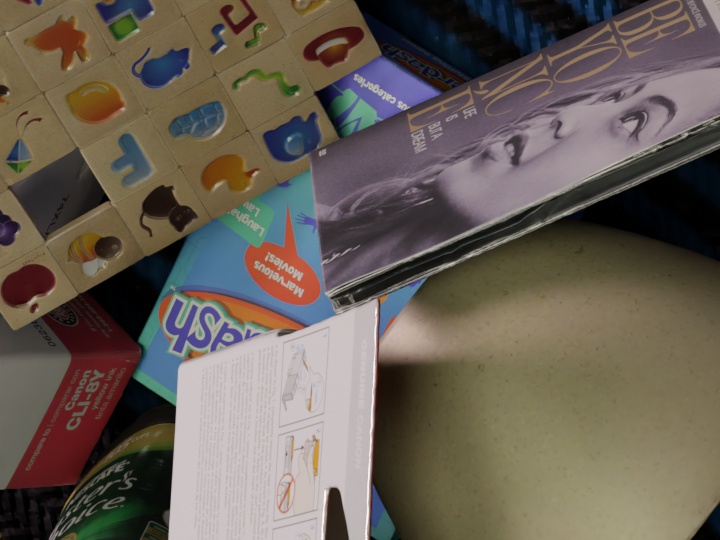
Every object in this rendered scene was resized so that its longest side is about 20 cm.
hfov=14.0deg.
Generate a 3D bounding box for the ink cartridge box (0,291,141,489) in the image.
[{"bbox_3d":[-0.222,0.027,1.316,0.145,0.200,0.083,45,117,30],"label":"ink cartridge box"}]

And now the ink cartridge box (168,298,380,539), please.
[{"bbox_3d":[-0.023,0.122,1.145,0.174,0.044,0.200,-20,64,58],"label":"ink cartridge box"}]

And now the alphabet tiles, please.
[{"bbox_3d":[-0.097,-0.080,1.230,0.200,0.008,0.167,-29,128,0],"label":"alphabet tiles"}]

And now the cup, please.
[{"bbox_3d":[0.078,0.058,1.202,0.143,0.200,0.200,38,114,4],"label":"cup"}]

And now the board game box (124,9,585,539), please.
[{"bbox_3d":[0.000,0.000,1.318,0.152,0.045,0.200,32,113,14],"label":"board game box"}]

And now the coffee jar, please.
[{"bbox_3d":[-0.101,0.142,1.312,0.085,0.200,0.104,41,115,-9],"label":"coffee jar"}]

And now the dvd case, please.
[{"bbox_3d":[0.074,-0.056,1.185,0.200,0.149,0.016,-23,113,7],"label":"dvd case"}]

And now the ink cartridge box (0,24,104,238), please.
[{"bbox_3d":[-0.205,-0.111,1.324,0.200,0.146,0.147,34,113,12],"label":"ink cartridge box"}]
